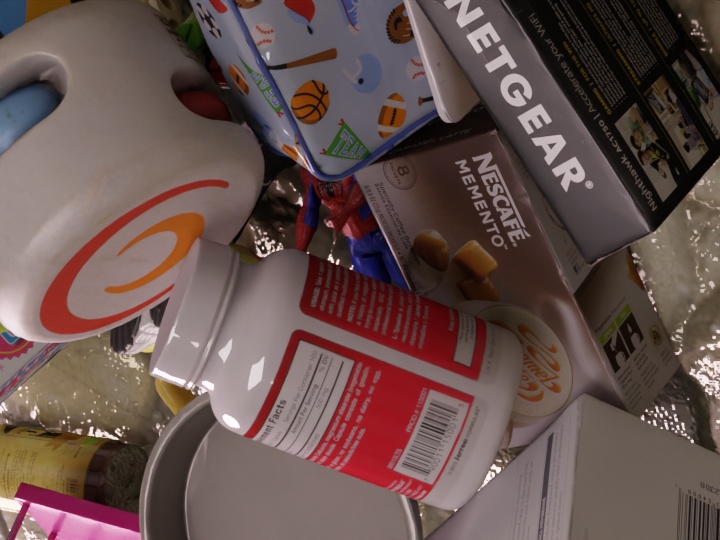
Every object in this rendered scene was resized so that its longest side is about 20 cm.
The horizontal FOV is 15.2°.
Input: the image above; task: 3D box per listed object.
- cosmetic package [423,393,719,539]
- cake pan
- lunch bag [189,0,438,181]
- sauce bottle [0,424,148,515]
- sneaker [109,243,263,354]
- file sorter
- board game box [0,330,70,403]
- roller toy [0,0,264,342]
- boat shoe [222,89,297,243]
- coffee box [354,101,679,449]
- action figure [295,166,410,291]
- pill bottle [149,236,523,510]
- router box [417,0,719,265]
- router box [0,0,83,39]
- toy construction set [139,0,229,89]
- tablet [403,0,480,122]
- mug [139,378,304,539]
[{"bbox_3d":[0.158,0.206,1.631,0.199,0.123,0.200,24,138,-17],"label":"cosmetic package"},{"bbox_3d":[-0.045,0.162,1.674,0.199,0.037,0.202,6,104,27],"label":"cake pan"},{"bbox_3d":[-0.010,-0.160,1.544,0.075,0.160,0.201,32,154,52],"label":"lunch bag"},{"bbox_3d":[-0.245,0.144,1.955,0.199,0.065,0.065,6,120,30],"label":"sauce bottle"},{"bbox_3d":[-0.103,0.019,1.739,0.200,0.090,0.079,180,95,-68],"label":"sneaker"},{"bbox_3d":[-0.165,0.260,1.875,0.138,0.126,0.200,12,154,27],"label":"file sorter"},{"bbox_3d":[-0.249,0.052,1.794,0.064,0.147,0.200,46,162,0],"label":"board game box"},{"bbox_3d":[-0.159,-0.063,1.568,0.140,0.199,0.183,54,145,19],"label":"roller toy"},{"bbox_3d":[-0.057,-0.090,1.694,0.056,0.069,0.200,23,130,-24],"label":"boat shoe"},{"bbox_3d":[0.095,-0.002,1.626,0.114,0.080,0.201,-13,110,37],"label":"coffee box"},{"bbox_3d":[0.000,0.000,1.664,0.065,0.099,0.201,-10,118,35],"label":"action figure"},{"bbox_3d":[-0.016,0.055,1.563,0.199,0.113,0.113,21,131,-8],"label":"pill bottle"},{"bbox_3d":[0.116,-0.124,1.480,0.051,0.149,0.201,-28,99,37],"label":"router box"},{"bbox_3d":[-0.215,-0.121,1.685,0.051,0.149,0.201,-6,101,57],"label":"router box"},{"bbox_3d":[-0.085,-0.189,1.624,0.131,0.092,0.200,43,132,4],"label":"toy construction set"},{"bbox_3d":[0.044,-0.196,1.509,0.014,0.130,0.201,-7,113,28],"label":"tablet"},{"bbox_3d":[-0.065,0.110,1.766,0.186,0.149,0.154,31,123,6],"label":"mug"}]
